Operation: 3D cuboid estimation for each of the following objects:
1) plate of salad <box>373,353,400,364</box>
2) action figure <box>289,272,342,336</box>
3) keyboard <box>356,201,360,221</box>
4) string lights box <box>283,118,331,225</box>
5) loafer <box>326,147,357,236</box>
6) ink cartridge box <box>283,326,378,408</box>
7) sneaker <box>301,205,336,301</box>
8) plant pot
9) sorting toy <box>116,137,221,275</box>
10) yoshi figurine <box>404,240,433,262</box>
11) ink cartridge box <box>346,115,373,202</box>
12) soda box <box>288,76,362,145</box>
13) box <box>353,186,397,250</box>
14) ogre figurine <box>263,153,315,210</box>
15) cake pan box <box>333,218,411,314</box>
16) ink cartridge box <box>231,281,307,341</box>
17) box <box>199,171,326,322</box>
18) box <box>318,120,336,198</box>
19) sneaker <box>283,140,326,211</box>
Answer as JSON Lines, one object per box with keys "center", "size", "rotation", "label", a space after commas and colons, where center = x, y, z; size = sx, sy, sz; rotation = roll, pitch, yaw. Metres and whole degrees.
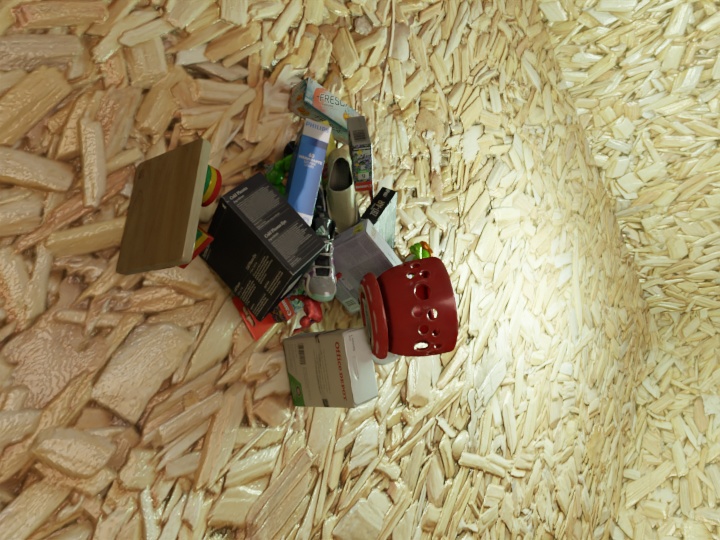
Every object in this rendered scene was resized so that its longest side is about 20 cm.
{"center": [0.098, 0.155, 1.348], "size": [0.196, 0.048, 0.206], "rotation": [-23, 128, -33], "label": "plate of salad"}
{"center": [-0.109, 0.062, 1.125], "size": [0.066, 0.097, 0.202], "rotation": [57, 26, -21], "label": "action figure"}
{"center": [-0.019, -0.175, 1.301], "size": [0.010, 0.057, 0.205], "rotation": [-18, 119, -7], "label": "keyboard"}
{"center": [-0.114, -0.182, 1.050], "size": [0.057, 0.102, 0.207], "rotation": [13, 85, -15], "label": "string lights box"}
{"center": [-0.047, -0.172, 1.200], "size": [0.068, 0.073, 0.207], "rotation": [-95, 178, -79], "label": "loafer"}
{"center": [-0.064, 0.203, 1.107], "size": [0.083, 0.196, 0.152], "rotation": [-8, 88, -47], "label": "ink cartridge box"}
{"center": [-0.083, -0.049, 1.070], "size": [0.075, 0.143, 0.203], "rotation": [-1, 44, -17], "label": "sneaker"}
{"center": [0.095, 0.085, 1.112], "size": [0.176, 0.200, 0.208], "rotation": [-10, 89, -10], "label": "plant pot"}
{"center": [-0.317, -0.095, 0.901], "size": [0.069, 0.194, 0.207], "rotation": [24, 65, -49], "label": "sorting toy"}
{"center": [0.120, -0.014, 1.405], "size": [0.200, 0.108, 0.116], "rotation": [-49, 134, -56], "label": "yoshi figurine"}
{"center": [0.000, -0.260, 1.303], "size": [0.203, 0.048, 0.111], "rotation": [87, -5, -49], "label": "ink cartridge box"}
{"center": [-0.080, -0.387, 1.298], "size": [0.197, 0.067, 0.066], "rotation": [23, 69, -42], "label": "soda box"}
{"center": [0.038, -0.076, 1.308], "size": [0.162, 0.042, 0.204], "rotation": [-57, 157, -37], "label": "box"}
{"center": [-0.152, -0.159, 1.147], "size": [0.116, 0.204, 0.099], "rotation": [-9, 45, -23], "label": "ogre figurine"}
{"center": [0.000, 0.000, 1.227], "size": [0.201, 0.181, 0.053], "rotation": [48, 35, -27], "label": "cake pan box"}
{"center": [-0.172, 0.046, 1.131], "size": [0.200, 0.049, 0.111], "rotation": [-46, 115, -42], "label": "ink cartridge box"}
{"center": [-0.188, -0.039, 0.984], "size": [0.182, 0.200, 0.104], "rotation": [46, 50, 1], "label": "box"}
{"center": [-0.084, -0.245, 1.266], "size": [0.050, 0.074, 0.207], "rotation": [-24, 101, -45], "label": "box"}
{"center": [-0.113, -0.203, 1.224], "size": [0.077, 0.073, 0.206], "rotation": [-46, 127, -59], "label": "sneaker"}
